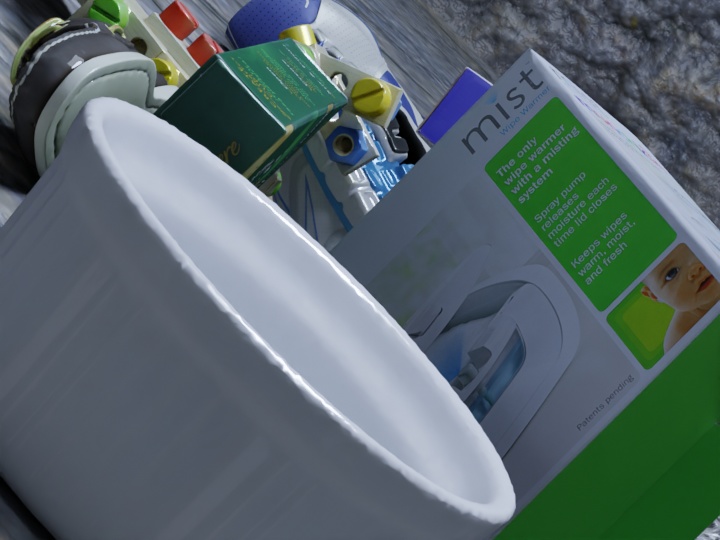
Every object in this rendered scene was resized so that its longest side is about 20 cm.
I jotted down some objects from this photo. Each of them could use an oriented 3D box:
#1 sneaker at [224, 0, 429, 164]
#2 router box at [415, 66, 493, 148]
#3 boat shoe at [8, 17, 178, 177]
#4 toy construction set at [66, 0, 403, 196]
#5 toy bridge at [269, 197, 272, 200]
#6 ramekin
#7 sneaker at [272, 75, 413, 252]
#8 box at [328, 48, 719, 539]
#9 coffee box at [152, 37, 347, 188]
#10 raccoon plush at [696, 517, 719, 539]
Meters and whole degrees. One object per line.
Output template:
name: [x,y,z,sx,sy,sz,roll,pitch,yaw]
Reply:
sneaker: [-0.008,-0.116,1.790,0.200,0.081,0.115,47,8,6]
router box: [0.141,-0.021,1.539,0.200,0.049,0.179,38,0,22]
boat shoe: [-0.128,-0.079,1.187,0.061,0.072,0.201,41,2,6]
toy construction set: [-0.078,-0.112,1.325,0.200,0.131,0.092,54,11,25]
toy bridge: [-0.033,-0.038,1.517,0.200,0.027,0.067,41,11,-24]
ramekin: [-0.050,0.044,0.901,0.200,0.098,0.201,44,9,-9]
sneaker: [0.000,0.000,1.369,0.075,0.087,0.201,3,57,-42]
box: [0.064,0.045,1.067,0.097,0.200,0.177,35,15,-44]
coffee box: [-0.071,-0.039,1.097,0.044,0.123,0.200,47,8,-1]
raccoon plush: [0.179,0.135,1.357,0.200,0.134,0.097,35,14,-44]
